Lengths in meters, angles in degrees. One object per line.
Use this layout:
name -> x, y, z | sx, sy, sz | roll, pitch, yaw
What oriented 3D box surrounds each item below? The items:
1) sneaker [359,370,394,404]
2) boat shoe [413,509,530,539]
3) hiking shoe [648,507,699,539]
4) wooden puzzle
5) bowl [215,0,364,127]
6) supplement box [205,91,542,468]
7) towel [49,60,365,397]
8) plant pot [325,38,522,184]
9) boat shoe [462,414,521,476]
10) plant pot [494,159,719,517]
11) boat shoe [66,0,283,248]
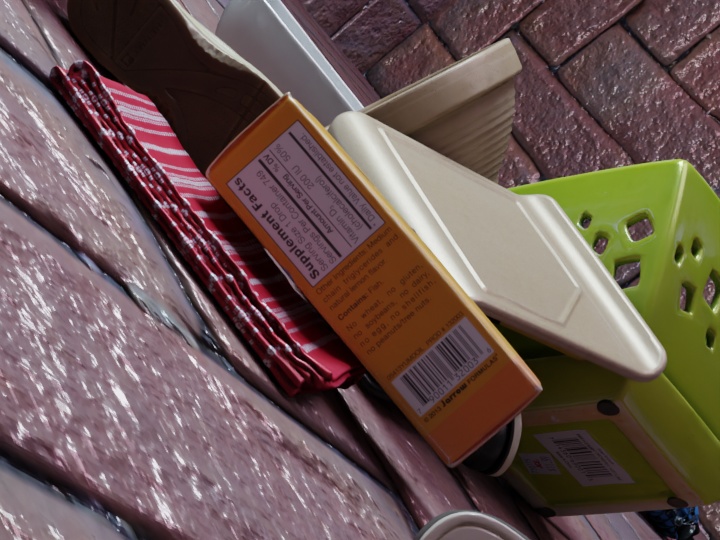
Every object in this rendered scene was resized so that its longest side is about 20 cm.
sneaker -> 0.000, 0.000, 1.035 | 0.201, 0.070, 0.099 | 57, 2, 12
boat shoe -> 0.072, 0.170, 0.666 | 0.201, 0.067, 0.057 | 54, -11, -17
hiking shoe -> 0.389, 0.288, 2.165 | 0.087, 0.074, 0.200 | 53, 6, 21
wooden puzzle -> 0.082, -0.010, 1.091 | 0.199, 0.037, 0.186 | 18, 29, -39
bowl -> -0.055, -0.152, 1.500 | 0.200, 0.074, 0.200 | 50, 7, -8
supplement box -> 0.008, 0.005, 0.903 | 0.201, 0.069, 0.067 | 52, 3, 7
towel -> -0.070, -0.019, 0.875 | 0.201, 0.022, 0.145 | 52, 5, 7
plant pot -> 0.035, -0.080, 1.235 | 0.093, 0.199, 0.201 | 63, 5, -6
boat shoe -> 0.046, 0.052, 1.132 | 0.063, 0.074, 0.202 | 11, 38, -32
plant pot -> 0.173, 0.061, 1.241 | 0.200, 0.198, 0.183 | 47, 48, -38
boat shoe -> -0.082, -0.093, 0.985 | 0.200, 0.071, 0.065 | 51, 7, 6
